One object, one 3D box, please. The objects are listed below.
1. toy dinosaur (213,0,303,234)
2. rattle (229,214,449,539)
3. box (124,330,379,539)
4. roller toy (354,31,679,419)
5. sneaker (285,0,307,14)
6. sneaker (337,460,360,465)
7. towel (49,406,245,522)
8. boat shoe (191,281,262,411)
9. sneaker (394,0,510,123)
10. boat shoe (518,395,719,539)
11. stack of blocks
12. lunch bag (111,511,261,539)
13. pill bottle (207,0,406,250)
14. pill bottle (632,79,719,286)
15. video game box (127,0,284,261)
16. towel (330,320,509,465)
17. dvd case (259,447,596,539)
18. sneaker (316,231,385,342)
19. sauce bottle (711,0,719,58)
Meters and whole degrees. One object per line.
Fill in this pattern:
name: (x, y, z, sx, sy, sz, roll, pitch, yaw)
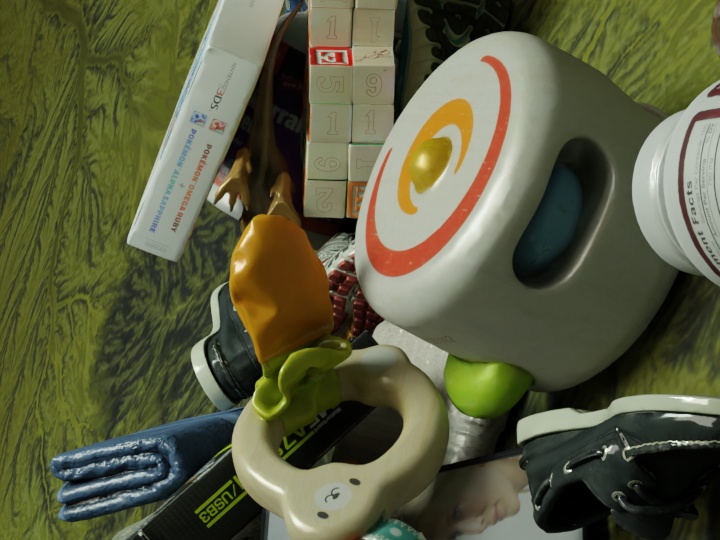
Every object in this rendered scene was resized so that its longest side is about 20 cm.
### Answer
toy dinosaur: (-0.070, -0.076, 1.524, 0.106, 0.060, 0.201, -94, 6, -66)
rattle: (-0.009, 0.084, 1.199, 0.200, 0.129, 0.143, -95, 11, -53)
box: (-0.077, 0.134, 1.385, 0.193, 0.048, 0.200, -38, -2, -24)
roller toy: (0.087, -0.037, 1.252, 0.182, 0.139, 0.201, -43, 31, 37)
sneaker: (-0.041, -0.214, 1.816, 0.089, 0.078, 0.200, -53, 26, 27)
sneaker: (0.003, 0.190, 1.321, 0.075, 0.092, 0.200, -29, 26, -4)
towel: (-0.129, 0.133, 1.560, 0.111, 0.200, 0.049, -14, 88, 22)
boat shoe: (-0.076, 0.043, 1.657, 0.066, 0.075, 0.199, -29, 7, 14)
sneaker: (0.047, -0.144, 1.547, 0.090, 0.078, 0.201, -39, 35, 56)
boat shoe: (0.139, 0.101, 1.095, 0.199, 0.074, 0.066, -15, 68, 58)
stack of blocks: (-0.007, -0.150, 1.495, 0.115, 0.058, 0.201, -95, 7, -60)
lunch bag: (-0.126, 0.246, 1.541, 0.201, 0.117, 0.164, -60, 18, 0)
pill bottle: (-0.033, -0.126, 1.666, 0.201, 0.111, 0.111, -65, 22, 9)
pill bottle: (0.213, -0.043, 1.015, 0.200, 0.113, 0.113, -3, 67, 66)
video game box: (-0.100, -0.135, 1.560, 0.200, 0.047, 0.183, -77, 9, -52)
towel: (0.035, 0.099, 1.404, 0.200, 0.034, 0.133, 3, 73, 67)
dvd case: (0.034, 0.170, 1.210, 0.199, 0.018, 0.143, -15, 47, 18)
sneaker: (0.000, 0.000, 1.520, 0.200, 0.078, 0.082, -38, 36, 52)
sauce bottle: (0.249, -0.133, 1.078, 0.200, 0.064, 0.065, -12, 59, 65)
